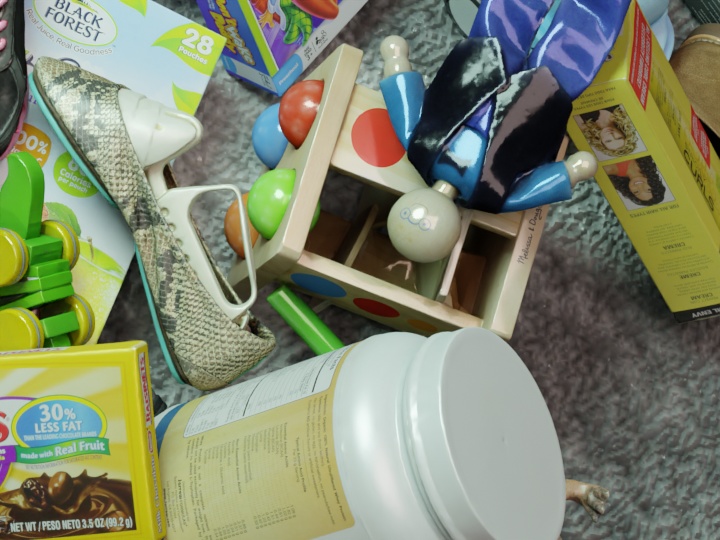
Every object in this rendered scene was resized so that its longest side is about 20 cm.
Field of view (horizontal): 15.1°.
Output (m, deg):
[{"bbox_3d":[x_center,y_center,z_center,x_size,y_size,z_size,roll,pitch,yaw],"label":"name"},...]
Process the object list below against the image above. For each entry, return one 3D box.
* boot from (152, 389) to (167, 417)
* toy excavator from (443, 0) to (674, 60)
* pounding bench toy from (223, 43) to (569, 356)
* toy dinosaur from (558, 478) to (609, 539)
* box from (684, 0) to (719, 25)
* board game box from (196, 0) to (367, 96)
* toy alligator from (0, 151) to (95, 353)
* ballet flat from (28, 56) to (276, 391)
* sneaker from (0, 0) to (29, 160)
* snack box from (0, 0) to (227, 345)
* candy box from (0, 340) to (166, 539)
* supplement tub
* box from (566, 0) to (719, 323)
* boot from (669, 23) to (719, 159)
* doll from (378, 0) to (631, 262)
[{"bbox_3d":[-0.213,0.078,1.456,0.200,0.070,0.132,-31,89,-21],"label":"boot"},{"bbox_3d":[0.122,-0.192,1.549,0.100,0.200,0.195,-35,91,-21],"label":"toy excavator"},{"bbox_3d":[0.000,0.000,1.511,0.155,0.124,0.201,21,74,-13],"label":"pounding bench toy"},{"bbox_3d":[0.056,0.160,1.522,0.135,0.086,0.201,19,68,-6],"label":"toy dinosaur"},{"bbox_3d":[0.287,-0.206,1.689,0.193,0.048,0.200,-38,93,-18],"label":"box"},{"bbox_3d":[-0.018,-0.217,1.548,0.045,0.135,0.200,27,66,33],"label":"board game box"},{"bbox_3d":[-0.175,0.040,1.423,0.059,0.054,0.201,-16,96,-60],"label":"toy alligator"},{"bbox_3d":[-0.101,-0.036,1.444,0.075,0.068,0.201,-25,92,15],"label":"ballet flat"},{"bbox_3d":[-0.205,-0.155,1.425,0.079,0.095,0.201,2,78,-15],"label":"sneaker"},{"bbox_3d":[-0.190,-0.072,1.496,0.168,0.068,0.201,25,71,-11],"label":"snack box"},{"bbox_3d":[-0.201,0.094,1.387,0.199,0.026,0.103,-5,93,12],"label":"candy box"},{"bbox_3d":[-0.009,0.116,1.412,0.145,0.199,0.145,38,42,-45],"label":"supplement tub"},{"bbox_3d":[0.168,-0.062,1.549,0.200,0.050,0.075,56,32,-39],"label":"box"},{"bbox_3d":[0.255,-0.056,1.624,0.200,0.074,0.075,41,47,3],"label":"boot"},{"bbox_3d":[0.071,-0.095,1.449,0.136,0.048,0.201,27,86,11],"label":"doll"}]
